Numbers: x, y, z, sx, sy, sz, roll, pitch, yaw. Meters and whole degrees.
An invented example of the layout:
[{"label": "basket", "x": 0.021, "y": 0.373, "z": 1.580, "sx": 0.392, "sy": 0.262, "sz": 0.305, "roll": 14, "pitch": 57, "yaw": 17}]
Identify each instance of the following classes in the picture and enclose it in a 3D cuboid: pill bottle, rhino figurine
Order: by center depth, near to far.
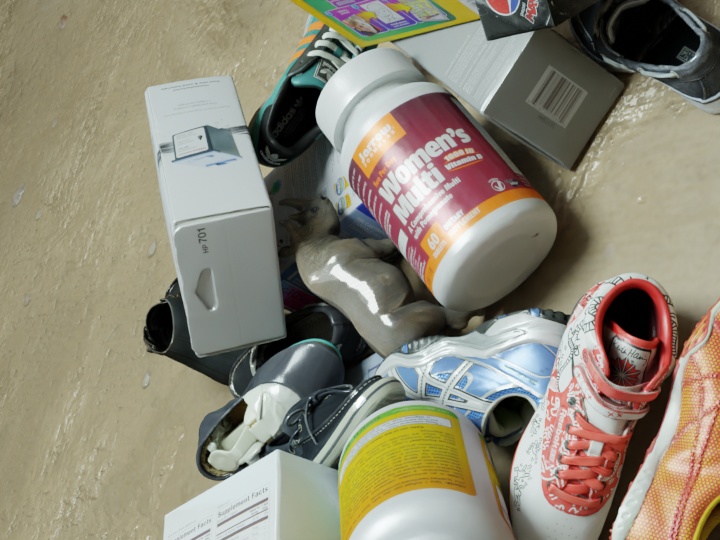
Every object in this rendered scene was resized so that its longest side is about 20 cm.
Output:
[{"label": "pill bottle", "x": 0.042, "y": 0.173, "z": 0.838, "sx": 0.111, "sy": 0.111, "sz": 0.200, "roll": -55, "pitch": 13, "yaw": 15}, {"label": "pill bottle", "x": 0.053, "y": -0.074, "z": 1.011, "sx": 0.110, "sy": 0.109, "sz": 0.200, "roll": -49, "pitch": 59, "yaw": 22}, {"label": "rhino figurine", "x": 0.000, "y": 0.000, "z": 1.052, "sx": 0.087, "sy": 0.060, "sz": 0.200, "roll": -35, "pitch": 62, "yaw": -26}]

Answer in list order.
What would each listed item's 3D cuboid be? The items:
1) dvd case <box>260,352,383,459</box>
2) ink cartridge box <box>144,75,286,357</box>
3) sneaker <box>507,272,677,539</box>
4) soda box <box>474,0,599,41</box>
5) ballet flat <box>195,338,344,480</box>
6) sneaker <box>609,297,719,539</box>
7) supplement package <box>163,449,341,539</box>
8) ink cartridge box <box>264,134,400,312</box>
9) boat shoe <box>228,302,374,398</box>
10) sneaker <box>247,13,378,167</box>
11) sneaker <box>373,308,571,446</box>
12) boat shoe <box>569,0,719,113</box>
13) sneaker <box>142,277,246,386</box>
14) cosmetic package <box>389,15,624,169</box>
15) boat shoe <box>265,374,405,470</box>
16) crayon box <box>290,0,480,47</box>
[{"label": "dvd case", "x": -0.026, "y": 0.160, "z": 1.107, "sx": 0.200, "sy": 0.017, "sz": 0.144, "roll": -34, "pitch": 44, "yaw": 38}, {"label": "ink cartridge box", "x": -0.126, "y": -0.050, "z": 1.124, "sx": 0.201, "sy": 0.085, "sz": 0.147, "roll": -113, "pitch": 15, "yaw": -48}, {"label": "sneaker", "x": 0.145, "y": 0.098, "z": 0.828, "sx": 0.108, "sy": 0.067, "sz": 0.203, "roll": 103, "pitch": -175, "yaw": -79}, {"label": "soda box", "x": 0.161, "y": -0.233, "z": 0.947, "sx": 0.063, "sy": 0.071, "sz": 0.200, "roll": -2, "pitch": 24, "yaw": 47}, {"label": "ballet flat", "x": -0.083, "y": 0.129, "z": 1.124, "sx": 0.200, "sy": 0.073, "sz": 0.074, "roll": -39, "pitch": 41, "yaw": 43}, {"label": "sneaker", "x": 0.216, "y": 0.099, "z": 0.786, "sx": 0.077, "sy": 0.073, "sz": 0.201, "roll": 17, "pitch": 79, "yaw": 26}, {"label": "supplement package", "x": -0.047, "y": 0.265, "z": 0.950, "sx": 0.150, "sy": 0.151, "sz": 0.201, "roll": -34, "pitch": 44, "yaw": 39}, {"label": "ink cartridge box", "x": -0.010, "y": -0.066, "z": 1.176, "sx": 0.200, "sy": 0.076, "sz": 0.137, "roll": -41, "pitch": 39, "yaw": 35}, {"label": "boat shoe", "x": -0.063, "y": 0.075, "z": 1.161, "sx": 0.199, "sy": 0.060, "sz": 0.074, "roll": -24, "pitch": 76, "yaw": 43}, {"label": "sneaker", "x": -0.028, "y": -0.176, "z": 1.149, "sx": 0.201, "sy": 0.071, "sz": 0.080, "roll": -60, "pitch": 18, "yaw": -3}, {"label": "sneaker", "x": 0.077, "y": 0.090, "z": 0.958, "sx": 0.199, "sy": 0.075, "sz": 0.078, "roll": -26, "pitch": 54, "yaw": 46}, {"label": "boat shoe", "x": 0.203, "y": -0.176, "z": 0.960, "sx": 0.072, "sy": 0.068, "sz": 0.200, "roll": -56, "pitch": 35, "yaw": 13}, {"label": "sneaker", "x": -0.176, "y": 0.040, "z": 1.310, "sx": 0.075, "sy": 0.106, "sz": 0.200, "roll": -60, "pitch": 34, "yaw": 7}, {"label": "cosmetic package", "x": 0.108, "y": -0.173, "z": 1.056, "sx": 0.091, "sy": 0.106, "sz": 0.200, "roll": -58, "pitch": 32, "yaw": 9}, {"label": "boat shoe", "x": -0.026, "y": 0.121, "z": 1.002, "sx": 0.062, "sy": 0.074, "sz": 0.200, "roll": 55, "pitch": 149, "yaw": 10}, {"label": "crayon box", "x": 0.025, "y": -0.238, "z": 1.012, "sx": 0.199, "sy": 0.118, "sz": 0.059, "roll": -1, "pitch": 66, "yaw": 52}]
